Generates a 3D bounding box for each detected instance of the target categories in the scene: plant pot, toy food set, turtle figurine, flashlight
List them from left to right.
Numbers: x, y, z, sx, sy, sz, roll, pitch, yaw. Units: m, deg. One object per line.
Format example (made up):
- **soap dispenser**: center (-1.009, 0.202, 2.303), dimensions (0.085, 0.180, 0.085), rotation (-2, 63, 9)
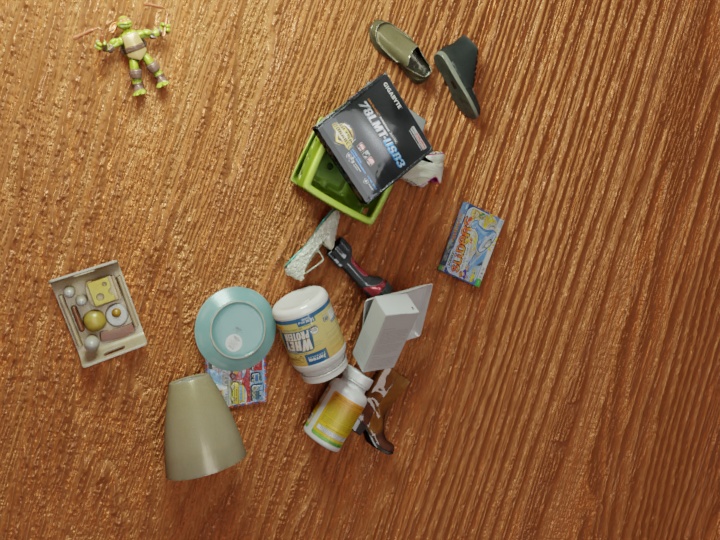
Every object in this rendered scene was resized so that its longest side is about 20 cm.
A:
- **toy food set**: center (-0.562, 0.092, 1.316), dimensions (0.142, 0.060, 0.203), rotation (-20, 108, -20)
- **turtle figurine**: center (-0.472, -0.449, 1.258), dimensions (0.198, 0.064, 0.163), rotation (-30, 118, -26)
- **plant pot**: center (-0.371, 0.346, 1.400), dimensions (0.184, 0.187, 0.204), rotation (-12, 91, -22)
- **plant pot**: center (-0.042, -0.242, 1.428), dimensions (0.198, 0.181, 0.201), rotation (27, 89, -27)
- **flashlight**: center (0.000, 0.000, 1.561), dimensions (0.068, 0.068, 0.200), rotation (-36, 110, 14)

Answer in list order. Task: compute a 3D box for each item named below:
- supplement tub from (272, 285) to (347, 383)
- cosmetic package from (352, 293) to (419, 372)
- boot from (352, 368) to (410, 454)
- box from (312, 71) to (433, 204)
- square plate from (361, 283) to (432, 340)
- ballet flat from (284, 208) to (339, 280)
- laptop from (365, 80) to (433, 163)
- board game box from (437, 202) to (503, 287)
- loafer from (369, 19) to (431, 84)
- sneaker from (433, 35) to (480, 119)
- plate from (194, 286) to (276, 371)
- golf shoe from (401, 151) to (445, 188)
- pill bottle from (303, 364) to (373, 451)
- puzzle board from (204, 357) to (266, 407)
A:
- **supplement tub**: center (-0.118, 0.156, 1.487), dimensions (0.143, 0.144, 0.203), rotation (-26, 109, -18)
- **cosmetic package**: center (0.061, 0.159, 1.542), dimensions (0.100, 0.072, 0.202), rotation (-3, 131, -31)
- **boot**: center (0.071, 0.381, 1.676), dimensions (0.188, 0.068, 0.201), rotation (41, 74, -18)
- **box**: center (0.029, -0.283, 1.320), dimensions (0.198, 0.050, 0.201), rotation (-38, 108, -9)
- **square plate**: center (0.085, 0.122, 1.598), dimensions (0.195, 0.029, 0.202), rotation (-13, 135, -22)
- **ballet flat**: center (-0.104, -0.057, 1.494), dimensions (0.072, 0.072, 0.201), rotation (41, 89, -25)
- **laptop**: center (0.091, -0.357, 1.457), dimensions (0.186, 0.116, 0.203), rotation (29, 61, -20)
- **board game box**: center (0.308, -0.071, 1.704), dimensions (0.134, 0.034, 0.203), rotation (20, 91, -27)
- **loafer**: center (0.107, -0.544, 1.506), dimensions (0.199, 0.067, 0.077), rotation (33, 85, -26)
- **sneaker**: center (0.283, -0.503, 1.590), dimensions (0.106, 0.075, 0.201), rotation (-38, 111, -11)
- **plate**: center (-0.293, 0.140, 1.454), dimensions (0.197, 0.025, 0.204), rotation (-1, 91, -26)
- **golf shoe**: center (0.133, -0.253, 1.570), dimensions (0.197, 0.075, 0.093), rotation (-12, 108, -21)
- **pill bottle**: center (-0.051, 0.349, 1.572), dimensions (0.110, 0.111, 0.202), rotation (34, 85, -26)
- **puzzle board**: center (-0.302, 0.235, 1.488), dimensions (0.148, 0.017, 0.204), rotation (-4, 101, -24)
